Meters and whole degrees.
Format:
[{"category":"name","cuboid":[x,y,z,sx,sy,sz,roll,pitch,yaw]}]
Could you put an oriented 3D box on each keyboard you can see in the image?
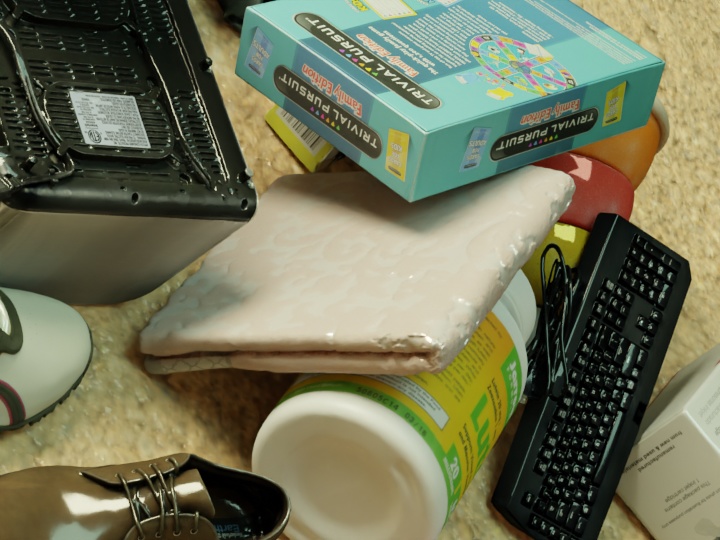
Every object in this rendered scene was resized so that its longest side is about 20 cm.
[{"category":"keyboard","cuboid":[0.136,0.064,1.619,0.104,0.040,0.201,28,72,-24]}]

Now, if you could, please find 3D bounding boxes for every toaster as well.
[{"category":"toaster","cuboid":[-0.174,-0.083,1.435,0.199,0.119,0.182,1,59,-45]}]

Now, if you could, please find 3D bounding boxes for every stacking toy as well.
[{"category":"stacking toy","cuboid":[0.108,-0.021,1.688,0.146,0.146,0.201,24,64,-30]}]

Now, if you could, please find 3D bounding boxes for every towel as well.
[{"category":"towel","cuboid":[0.000,0.000,1.504,0.200,0.190,0.032,-51,133,-51]}]

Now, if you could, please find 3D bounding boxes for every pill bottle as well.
[{"category":"pill bottle","cuboid":[0.028,0.066,1.522,0.111,0.111,0.200,45,39,-7]}]

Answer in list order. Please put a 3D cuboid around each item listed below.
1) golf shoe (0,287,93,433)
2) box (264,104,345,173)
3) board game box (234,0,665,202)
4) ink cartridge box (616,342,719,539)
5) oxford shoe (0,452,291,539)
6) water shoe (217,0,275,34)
[{"category":"golf shoe","cuboid":[-0.199,0.033,1.347,0.199,0.088,0.078,-2,60,-47]},{"category":"box","cuboid":[0.026,-0.128,1.704,0.050,0.075,0.200,48,39,7]},{"category":"board game box","cuboid":[0.052,-0.116,1.572,0.199,0.047,0.151,-19,44,-40]},{"category":"ink cartridge box","cuboid":[0.263,0.150,1.710,0.200,0.084,0.144,51,38,-2]},{"category":"oxford shoe","cuboid":[-0.119,0.118,1.361,0.199,0.084,0.073,-1,63,-43]},{"category":"water shoe","cuboid":[0.006,-0.190,1.687,0.199,0.072,0.079,-11,74,-3]}]
